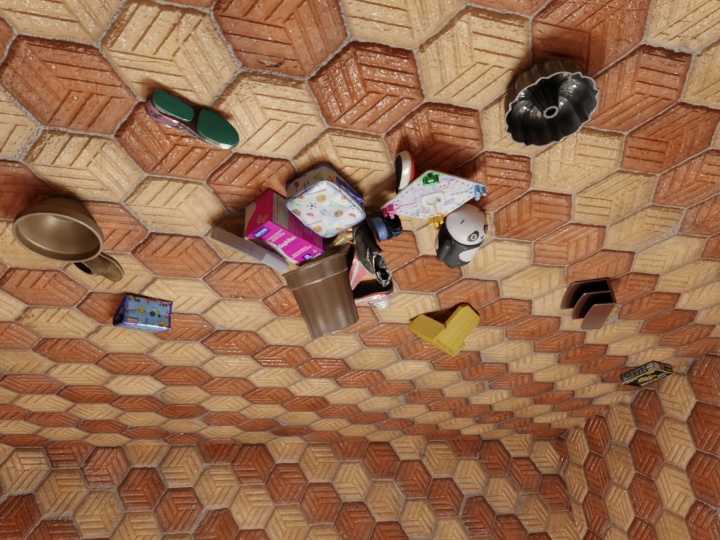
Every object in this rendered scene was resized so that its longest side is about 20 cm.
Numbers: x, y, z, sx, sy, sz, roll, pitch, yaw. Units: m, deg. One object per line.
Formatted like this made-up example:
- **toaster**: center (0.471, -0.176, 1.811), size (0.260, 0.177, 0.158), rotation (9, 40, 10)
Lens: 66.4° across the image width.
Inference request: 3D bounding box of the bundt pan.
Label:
- **bundt pan**: center (0.390, -0.359, 1.155), size (0.195, 0.078, 0.204), rotation (-5, 148, -3)

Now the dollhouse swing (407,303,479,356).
- **dollhouse swing**: center (0.316, 0.196, 2.060), size (0.180, 0.179, 0.199), rotation (24, 172, 41)

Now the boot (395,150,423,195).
- **boot**: center (0.156, -0.226, 1.335), size (0.140, 0.074, 0.201), rotation (-8, 156, 2)

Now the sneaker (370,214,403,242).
- **sneaker**: center (0.072, -0.117, 1.438), size (0.076, 0.072, 0.200), rotation (-22, -178, 3)

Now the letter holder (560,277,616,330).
- **letter holder**: center (0.808, 0.127, 1.974), size (0.138, 0.103, 0.202), rotation (-6, 148, 3)

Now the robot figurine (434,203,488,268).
- **robot figurine**: center (0.275, -0.090, 1.512), size (0.121, 0.154, 0.202), rotation (12, 147, -4)

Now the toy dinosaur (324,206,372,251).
- **toy dinosaur**: center (-0.039, -0.099, 1.508), size (0.200, 0.061, 0.105), rotation (-44, 133, 14)

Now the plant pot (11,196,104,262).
- **plant pot**: center (-0.724, -0.113, 1.337), size (0.194, 0.095, 0.203), rotation (-4, 149, -2)

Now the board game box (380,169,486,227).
- **board game box**: center (0.181, -0.171, 1.358), size (0.196, 0.027, 0.199), rotation (6, 156, -34)

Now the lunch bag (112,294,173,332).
- **lunch bag**: center (-0.716, 0.164, 1.794), size (0.147, 0.097, 0.199), rotation (13, 153, -32)

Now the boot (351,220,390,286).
- **boot**: center (0.036, -0.019, 1.446), size (0.068, 0.176, 0.202), rotation (-25, 133, -2)

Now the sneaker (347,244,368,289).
- **sneaker**: center (0.000, 0.000, 1.659), size (0.084, 0.075, 0.202), rotation (0, 147, -12)

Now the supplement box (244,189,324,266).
- **supplement box**: center (-0.195, -0.107, 1.430), size (0.100, 0.106, 0.198), rotation (-27, 141, 33)

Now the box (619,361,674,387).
- **box**: center (1.429, 0.520, 2.751), size (0.156, 0.051, 0.200), rotation (12, 144, -29)

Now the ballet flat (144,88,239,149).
- **ballet flat**: center (-0.347, -0.304, 1.136), size (0.196, 0.071, 0.071), rotation (21, 158, -30)

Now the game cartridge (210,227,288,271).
- **game cartridge**: center (-0.293, -0.056, 1.438), size (0.196, 0.042, 0.133), rotation (23, 171, 28)

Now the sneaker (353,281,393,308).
- **sneaker**: center (0.013, 0.089, 1.806), size (0.195, 0.069, 0.109), rotation (-9, 146, -1)

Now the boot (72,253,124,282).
- **boot**: center (-0.729, -0.008, 1.519), size (0.072, 0.077, 0.201), rotation (-13, 149, 8)

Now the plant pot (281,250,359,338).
- **plant pot**: center (-0.102, 0.073, 1.563), size (0.195, 0.204, 0.200), rotation (-18, -178, 1)

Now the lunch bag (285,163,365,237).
- **lunch bag**: center (-0.081, -0.172, 1.375), size (0.158, 0.077, 0.199), rotation (-27, 142, 25)
